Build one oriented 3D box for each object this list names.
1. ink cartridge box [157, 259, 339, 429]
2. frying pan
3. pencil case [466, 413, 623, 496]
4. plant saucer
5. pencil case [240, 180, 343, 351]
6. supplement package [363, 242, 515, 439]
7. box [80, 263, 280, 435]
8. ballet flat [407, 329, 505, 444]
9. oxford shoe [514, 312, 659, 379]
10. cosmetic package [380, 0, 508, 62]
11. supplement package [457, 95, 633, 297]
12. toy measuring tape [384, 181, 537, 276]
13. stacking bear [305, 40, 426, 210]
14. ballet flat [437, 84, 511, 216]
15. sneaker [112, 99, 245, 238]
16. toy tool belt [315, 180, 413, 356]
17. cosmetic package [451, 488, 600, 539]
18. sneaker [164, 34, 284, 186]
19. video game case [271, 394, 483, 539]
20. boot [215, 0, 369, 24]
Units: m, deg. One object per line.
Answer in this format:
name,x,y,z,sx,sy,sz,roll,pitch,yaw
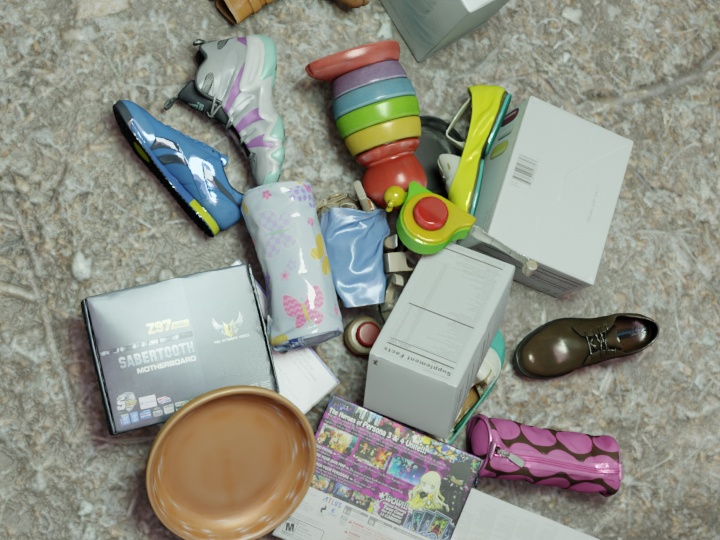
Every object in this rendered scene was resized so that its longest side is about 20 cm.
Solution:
ink cartridge box,-0.160,0.125,1.592,0.200,0.043,0.198,-40,93,-17
frying pan,0.087,-0.104,1.714,0.114,0.031,0.191,-2,84,-16
pencil case,0.231,0.233,1.667,0.199,0.094,0.091,9,78,-16
plant saucer,-0.148,0.218,1.524,0.199,0.037,0.201,-8,114,-20
pencil case,-0.081,-0.005,1.579,0.090,0.083,0.201,-16,79,23
supplement package,0.093,0.078,1.594,0.113,0.110,0.200,21,51,13
box,-0.206,0.089,1.536,0.199,0.051,0.158,-12,84,-18
ballet flat,0.129,0.148,1.663,0.067,0.070,0.200,39,72,-8
oxford shoe,0.291,0.089,1.716,0.199,0.084,0.073,-16,87,-17
cosmetic package,0.096,-0.398,1.679,0.123,0.200,0.200,-32,90,-19
supplement package,0.233,-0.092,1.715,0.155,0.111,0.201,22,74,-13
toy measuring tape,0.109,-0.034,1.582,0.200,0.074,0.074,33,72,5
stacking bear,0.023,-0.170,1.651,0.113,0.121,0.201,-17,89,16
ballet flat,0.134,-0.148,1.698,0.067,0.067,0.201,17,73,6
sneaker,-0.212,-0.136,1.608,0.078,0.066,0.200,-43,99,-12
toy tool belt,0.000,0.000,1.621,0.124,0.123,0.201,-9,84,-18
cosmetic package,0.189,0.336,1.658,0.199,0.051,0.083,24,73,-11
sneaker,-0.169,-0.190,1.634,0.139,0.078,0.201,-3,73,-15
video game case,0.020,0.268,1.592,0.199,0.036,0.182,23,86,0
boot,-0.102,-0.360,1.682,0.200,0.074,0.155,40,70,6
